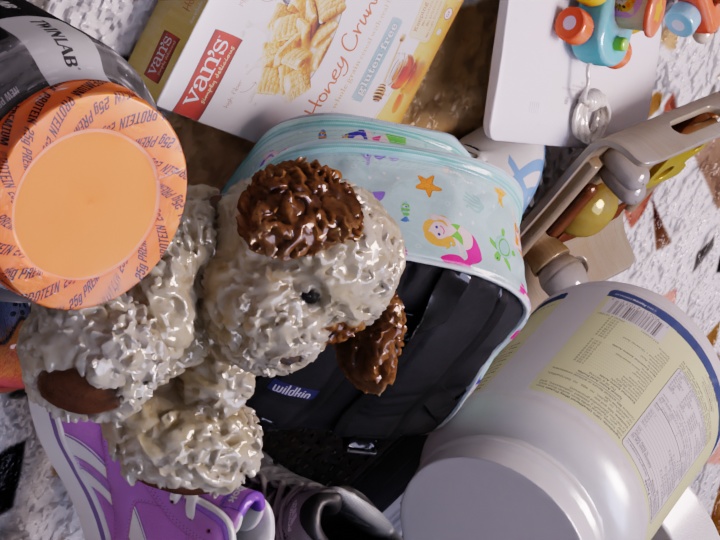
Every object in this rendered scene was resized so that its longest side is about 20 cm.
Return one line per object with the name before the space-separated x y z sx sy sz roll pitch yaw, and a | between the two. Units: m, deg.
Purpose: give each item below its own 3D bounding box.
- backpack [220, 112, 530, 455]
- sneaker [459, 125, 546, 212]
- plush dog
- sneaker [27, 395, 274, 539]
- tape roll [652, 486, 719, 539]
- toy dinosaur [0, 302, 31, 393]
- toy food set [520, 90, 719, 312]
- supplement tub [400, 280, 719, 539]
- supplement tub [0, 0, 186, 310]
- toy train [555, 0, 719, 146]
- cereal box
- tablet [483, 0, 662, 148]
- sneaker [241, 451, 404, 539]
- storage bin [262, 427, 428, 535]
backpack | 0.000 0.000 1.244 0.177 0.151 0.200 9 154 -17
sneaker | 0.044 -0.042 1.402 0.200 0.072 0.073 -40 133 -28
plush dog | -0.061 0.005 1.090 0.171 0.161 0.200 -12 154 10
sneaker | -0.105 0.103 1.235 0.073 0.114 0.201 -28 100 -54
tape roll | 0.172 0.167 1.600 0.037 0.202 0.203 -41 141 -22
toy dinosaur | -0.189 0.029 1.105 0.182 0.199 0.105 -81 -167 -68
toy food set | 0.182 -0.041 1.517 0.143 0.061 0.200 -23 162 -38
supplement tub | 0.123 0.111 1.361 0.200 0.144 0.146 -44 146 -47
supplement tub | -0.169 -0.062 1.006 0.122 0.200 0.123 -17 119 -32
toy train | 0.199 -0.173 1.460 0.200 0.055 0.151 -50 136 -36
cereal box | -0.030 -0.138 1.264 0.200 0.039 0.144 16 104 -54
tablet | 0.141 -0.144 1.445 0.200 0.014 0.131 0 99 -56
sneaker | -0.059 0.130 1.298 0.199 0.115 0.075 20 78 -12
storage bin | 0.002 0.132 1.463 0.200 0.094 0.135 -43 142 -20
